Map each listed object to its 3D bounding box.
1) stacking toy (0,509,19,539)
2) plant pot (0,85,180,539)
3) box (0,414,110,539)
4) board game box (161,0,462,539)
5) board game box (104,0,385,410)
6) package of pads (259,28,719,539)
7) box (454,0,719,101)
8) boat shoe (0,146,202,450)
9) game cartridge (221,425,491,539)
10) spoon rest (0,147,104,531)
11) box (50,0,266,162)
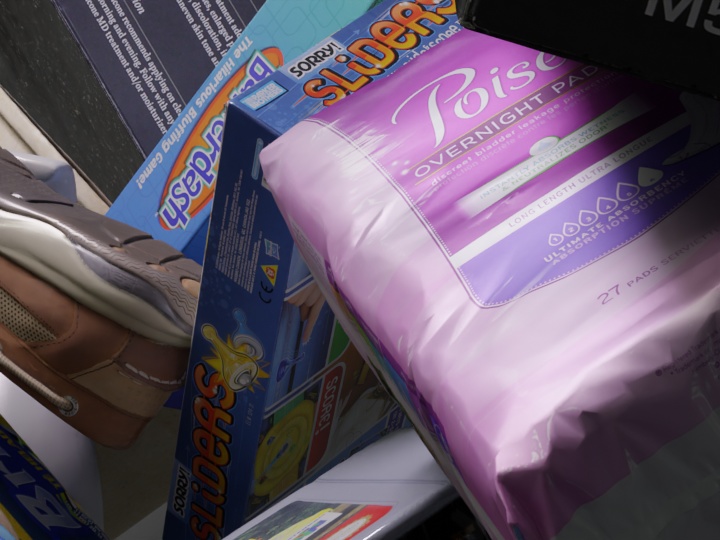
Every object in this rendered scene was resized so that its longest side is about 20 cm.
[{"bbox_3d":[-0.103,0.100,0.664,0.085,0.086,0.200,-33,13,-15],"label":"stacking toy"},{"bbox_3d":[-0.152,0.055,1.115,0.183,0.201,0.200,-43,7,-2],"label":"plant pot"},{"bbox_3d":[-0.171,0.062,0.944,0.070,0.200,0.064,-40,4,12],"label":"box"},{"bbox_3d":[0.000,0.000,0.888,0.135,0.034,0.201,-36,-30,-40],"label":"board game box"},{"bbox_3d":[-0.002,-0.031,0.961,0.152,0.045,0.200,14,-59,-47],"label":"board game box"},{"bbox_3d":[0.061,0.002,0.651,0.120,0.076,0.200,-29,29,-4],"label":"package of pads"},{"bbox_3d":[0.119,-0.072,0.653,0.193,0.199,0.048,-85,12,-70],"label":"box"},{"bbox_3d":[-0.137,-0.004,0.912,0.076,0.200,0.072,10,-73,-57],"label":"boat shoe"},{"bbox_3d":[-0.035,0.105,0.755,0.200,0.041,0.133,-33,3,-18],"label":"game cartridge"},{"bbox_3d":[-0.135,0.051,1.004,0.099,0.201,0.061,14,13,13],"label":"spoon rest"},{"bbox_3d":[0.000,-0.073,1.131,0.182,0.201,0.104,-31,-16,1],"label":"box"}]
